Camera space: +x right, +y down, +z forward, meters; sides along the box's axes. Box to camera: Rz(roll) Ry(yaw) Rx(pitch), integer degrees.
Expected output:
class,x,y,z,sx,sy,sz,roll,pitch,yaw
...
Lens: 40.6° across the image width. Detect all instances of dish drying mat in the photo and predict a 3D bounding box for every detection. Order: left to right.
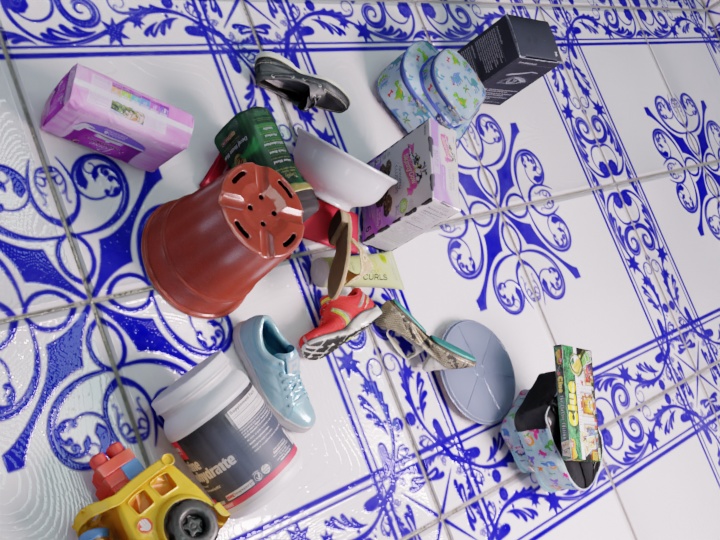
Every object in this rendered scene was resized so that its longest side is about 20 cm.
class,x,y,z,sx,sy,sz,roll,pitch,yaw
dish drying mat,-0.075,-0.085,1.693,0.199,0.018,0.078,17,67,-47

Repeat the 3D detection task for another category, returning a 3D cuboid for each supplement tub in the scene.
class,x,y,z,sx,sy,sz,roll,pitch,yaw
supplement tub,-0.187,0.231,1.367,0.201,0.140,0.140,55,45,-6

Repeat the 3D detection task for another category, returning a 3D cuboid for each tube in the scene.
class,x,y,z,sx,sy,sz,roll,pitch,yaw
tube,0.000,0.000,1.718,0.198,0.052,0.059,0,107,-45

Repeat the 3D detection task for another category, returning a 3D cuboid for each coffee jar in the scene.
class,x,y,z,sx,sy,sz,roll,pitch,yaw
coffee jar,-0.150,-0.155,1.572,0.085,0.104,0.202,-17,74,-52

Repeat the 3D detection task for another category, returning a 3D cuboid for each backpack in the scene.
class,x,y,z,sx,sy,sz,roll,pitch,yaw
backpack,0.147,-0.361,1.961,0.200,0.147,0.184,46,44,-10
backpack,0.365,0.310,1.815,0.201,0.150,0.178,57,42,-13

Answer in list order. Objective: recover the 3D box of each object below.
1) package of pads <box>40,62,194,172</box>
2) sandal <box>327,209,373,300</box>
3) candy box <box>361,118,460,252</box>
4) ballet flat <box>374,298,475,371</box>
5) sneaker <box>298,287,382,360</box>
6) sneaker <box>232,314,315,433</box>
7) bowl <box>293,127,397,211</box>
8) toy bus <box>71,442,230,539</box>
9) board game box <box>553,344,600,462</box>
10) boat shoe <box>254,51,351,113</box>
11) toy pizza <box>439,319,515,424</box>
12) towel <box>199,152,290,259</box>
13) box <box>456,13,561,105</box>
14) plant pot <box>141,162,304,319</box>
class,x,y,z,sx,sy,sz,roll,pitch,yaw
package of pads,-0.362,-0.222,1.450,0.198,0.120,0.077,20,62,-34
sandal,-0.010,-0.023,1.623,0.069,0.078,0.213,20,34,-18
candy box,0.088,-0.151,1.763,0.071,0.199,0.170,20,57,-33
ballet flat,0.109,0.132,1.733,0.199,0.076,0.068,36,6,-7
sneaker,-0.048,0.084,1.627,0.085,0.077,0.199,52,37,8
sneaker,-0.122,0.159,1.503,0.074,0.082,0.201,-38,97,-44
bowl,-0.041,-0.164,1.700,0.199,0.201,0.091,24,97,-31
toy bus,-0.297,0.325,1.240,0.192,0.136,0.199,48,47,6
board game box,0.389,0.239,1.745,0.104,0.023,0.203,12,70,-43
boat shoe,-0.106,-0.323,1.765,0.198,0.074,0.067,27,55,-29
toy pizza,0.215,0.191,1.827,0.198,0.032,0.203,19,59,-34
towel,-0.170,-0.130,1.648,0.200,0.022,0.146,40,49,-20
box,0.310,-0.453,2.113,0.147,0.199,0.106,-3,71,-42
plant pot,-0.195,-0.054,1.463,0.199,0.194,0.203,20,57,-34
